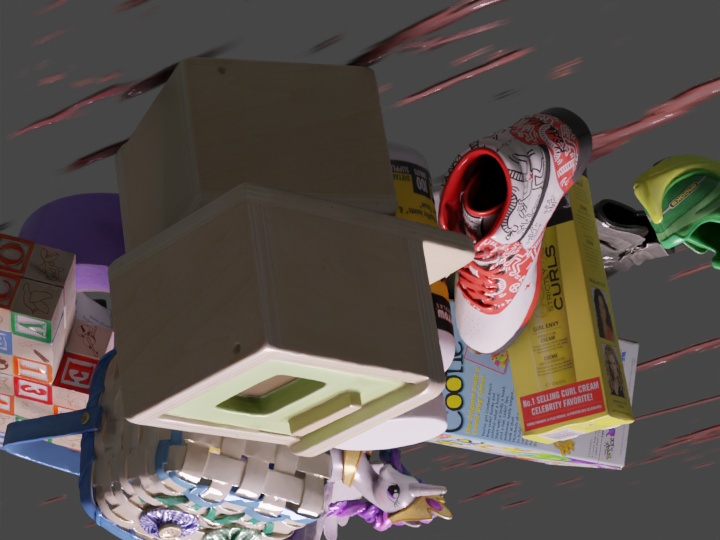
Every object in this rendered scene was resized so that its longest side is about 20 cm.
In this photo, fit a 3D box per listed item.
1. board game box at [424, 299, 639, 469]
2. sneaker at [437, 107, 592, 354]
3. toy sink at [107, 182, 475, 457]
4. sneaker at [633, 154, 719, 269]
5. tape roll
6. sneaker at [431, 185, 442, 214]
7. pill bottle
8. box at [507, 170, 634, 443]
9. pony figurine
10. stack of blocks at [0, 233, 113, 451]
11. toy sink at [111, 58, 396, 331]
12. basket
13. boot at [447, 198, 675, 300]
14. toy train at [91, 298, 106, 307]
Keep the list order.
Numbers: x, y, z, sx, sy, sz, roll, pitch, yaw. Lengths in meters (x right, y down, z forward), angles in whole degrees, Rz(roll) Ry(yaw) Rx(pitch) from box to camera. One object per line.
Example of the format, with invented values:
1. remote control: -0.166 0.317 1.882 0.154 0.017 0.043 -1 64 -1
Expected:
1. board game box: 0.105 0.090 1.695 0.200 0.105 0.103 14 171 -32
2. sneaker: 0.084 -0.017 1.487 0.108 0.067 0.202 -23 142 -48
3. toy sink: -0.031 0.038 1.298 0.200 0.112 0.130 13 150 -44
4. sneaker: 0.291 -0.037 1.650 0.200 0.084 0.074 3 159 -33
5. tape roll: -0.162 0.030 1.564 0.200 0.066 0.200 10 145 7
6. sneaker: 0.000 0.000 1.646 0.200 0.073 0.112 -42 -166 1
7. pill bottle: 0.006 0.019 1.509 0.112 0.200 0.112 -7 163 -2
8. box: 0.141 0.021 1.572 0.075 0.200 0.050 -16 164 27
9. pony figurine: -0.040 0.171 1.753 0.193 0.200 0.167 -47 -177 43
10. stack of blocks: -0.237 0.058 1.523 0.115 0.059 0.200 14 146 2
11. toy sink: -0.080 -0.046 1.392 0.130 0.112 0.200 0 156 -23
12. basket: -0.127 0.125 1.464 0.176 0.139 0.200 20 161 -32
13. boot: 0.149 -0.021 1.705 0.200 0.068 0.131 9 145 -45
14. toy train: -0.164 0.034 1.768 0.200 0.034 0.046 -4 152 -11
